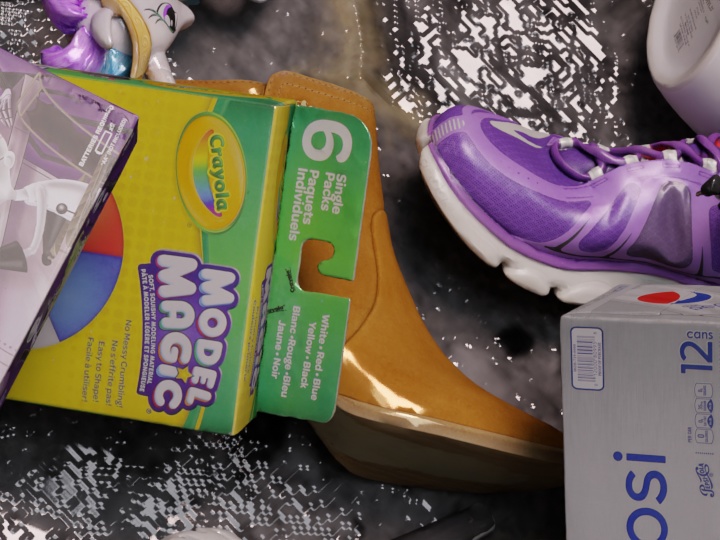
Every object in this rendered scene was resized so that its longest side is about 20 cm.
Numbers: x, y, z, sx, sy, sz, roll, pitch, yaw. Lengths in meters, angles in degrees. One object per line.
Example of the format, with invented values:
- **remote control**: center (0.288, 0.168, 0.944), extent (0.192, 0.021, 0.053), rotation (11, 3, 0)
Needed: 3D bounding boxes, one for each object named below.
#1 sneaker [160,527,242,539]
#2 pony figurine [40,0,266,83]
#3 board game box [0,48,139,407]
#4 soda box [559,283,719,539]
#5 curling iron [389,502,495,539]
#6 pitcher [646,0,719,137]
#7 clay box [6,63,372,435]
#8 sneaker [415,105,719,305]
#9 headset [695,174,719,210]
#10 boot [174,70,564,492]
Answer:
- **sneaker**: center (-0.064, 0.122, 0.637), extent (0.200, 0.090, 0.067), rotation (-1, 103, -57)
- **pony figurine**: center (-0.097, -0.162, 0.801), extent (0.193, 0.167, 0.200), rotation (44, 47, -6)
- **board game box**: center (-0.162, 0.016, 0.618), extent (0.120, 0.032, 0.200), rotation (24, 74, 2)
- **soda box**: center (0.112, 0.108, 0.736), extent (0.068, 0.063, 0.201), rotation (-22, 111, -63)
- **curling iron**: center (-0.036, 0.120, 0.762), extent (0.200, 0.026, 0.050), rotation (-15, 77, -23)
- **pitcher**: center (0.230, -0.072, 0.862), extent (0.200, 0.121, 0.172), rotation (17, 30, -17)
- **clay box**: center (-0.102, -0.012, 0.720), extent (0.199, 0.048, 0.115), rotation (8, 97, 9)
- **sneaker**: center (0.118, -0.032, 0.835), extent (0.200, 0.084, 0.081), rotation (16, 39, -16)
- **headset**: center (0.152, 0.064, 0.781), extent (0.123, 0.094, 0.201), rotation (-1, 90, 15)
- **boot**: center (-0.001, 0.000, 0.798), extent (0.201, 0.071, 0.144), rotation (14, 66, -8)
